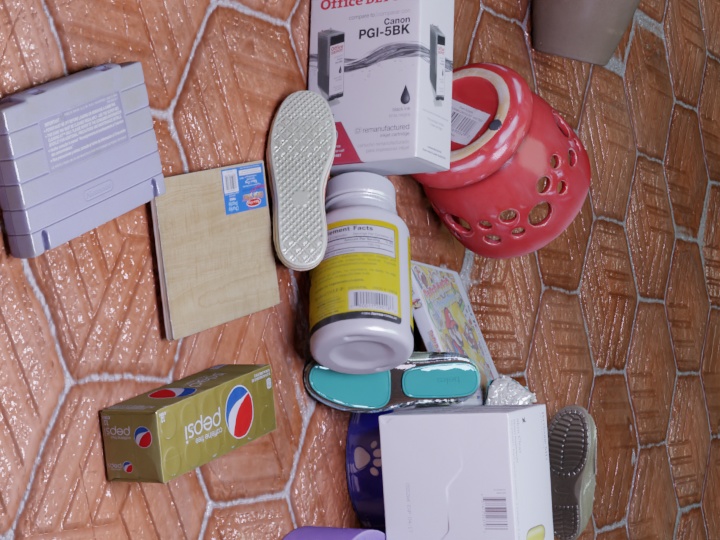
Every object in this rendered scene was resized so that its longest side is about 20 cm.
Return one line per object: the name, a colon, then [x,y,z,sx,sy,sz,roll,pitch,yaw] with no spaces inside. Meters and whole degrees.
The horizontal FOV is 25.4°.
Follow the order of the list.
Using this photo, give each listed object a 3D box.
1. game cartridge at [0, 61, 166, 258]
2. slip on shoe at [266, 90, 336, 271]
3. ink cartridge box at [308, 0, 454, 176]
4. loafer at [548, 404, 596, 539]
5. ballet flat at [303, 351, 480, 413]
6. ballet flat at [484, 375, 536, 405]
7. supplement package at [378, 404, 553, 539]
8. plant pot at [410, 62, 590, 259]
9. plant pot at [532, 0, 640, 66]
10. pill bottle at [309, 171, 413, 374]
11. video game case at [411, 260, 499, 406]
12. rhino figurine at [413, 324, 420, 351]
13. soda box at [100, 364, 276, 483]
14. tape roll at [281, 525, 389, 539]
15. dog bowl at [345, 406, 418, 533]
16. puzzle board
game cartridge: [-0.243,-0.101,1.369,0.200,0.038,0.131,-34,114,-58]
slip on shoe: [-0.064,-0.093,1.682,0.061,0.073,0.202,115,-24,-73]
ink cartridge box: [0.020,-0.209,1.748,0.083,0.146,0.202,14,75,-59]
loafer: [0.310,0.294,2.350,0.068,0.075,0.202,-11,107,-63]
ballet flat: [0.032,0.120,1.768,0.074,0.198,0.075,-176,-90,-80]
ballet flat: [0.163,0.225,1.873,0.072,0.071,0.201,-7,109,-62]
supplement package: [0.117,0.249,1.721,0.111,0.155,0.202,-4,90,-63]
plant pot: [0.161,-0.144,1.957,0.183,0.199,0.202,48,48,-45]
plant pot: [0.327,-0.393,2.316,0.200,0.199,0.176,-6,111,-62]
pill bottle: [0.000,0.000,1.712,0.111,0.111,0.201,44,39,-52]
video game case: [0.112,0.080,1.914,0.200,0.023,0.183,12,55,-69]
rhino figurine: [0.031,0.061,1.840,0.200,0.059,0.088,25,53,-61]
soda box: [-0.156,0.140,1.485,0.200,0.064,0.068,-19,105,-60]
tape roll: [-0.027,0.374,1.694,0.200,0.084,0.202,8,80,-61]
dog bowl: [0.062,0.216,1.875,0.200,0.078,0.202,4,85,-62]
puzzle board: [-0.143,-0.024,1.569,0.200,0.017,0.152,-19,104,-61]
